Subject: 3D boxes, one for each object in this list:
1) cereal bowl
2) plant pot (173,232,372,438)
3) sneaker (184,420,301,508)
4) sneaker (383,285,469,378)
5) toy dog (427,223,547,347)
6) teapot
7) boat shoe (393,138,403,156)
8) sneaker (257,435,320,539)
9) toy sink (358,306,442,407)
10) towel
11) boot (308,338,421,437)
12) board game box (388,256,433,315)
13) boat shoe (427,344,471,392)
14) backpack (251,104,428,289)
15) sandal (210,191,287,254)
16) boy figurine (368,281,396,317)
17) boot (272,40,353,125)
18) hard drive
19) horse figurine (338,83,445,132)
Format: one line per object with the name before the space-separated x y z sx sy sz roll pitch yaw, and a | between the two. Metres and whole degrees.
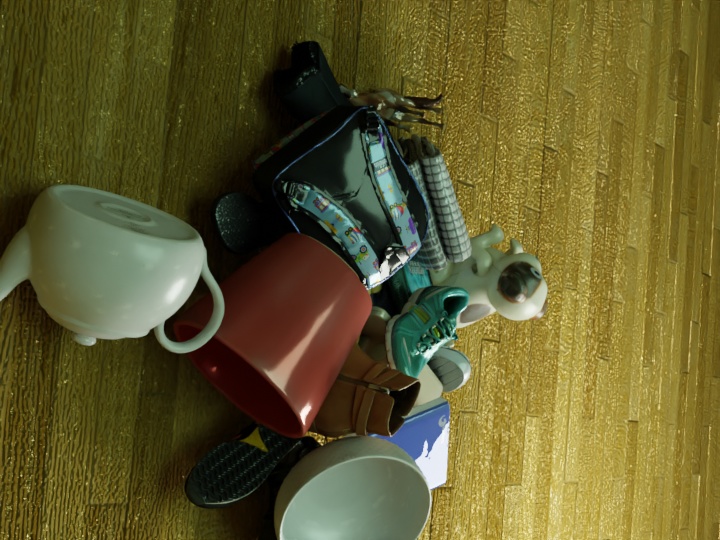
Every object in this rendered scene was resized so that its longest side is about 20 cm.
cereal bowl | -0.017 0.283 1.462 0.197 0.084 0.202 -11 124 -16
plant pot | -0.091 0.067 1.393 0.178 0.199 0.201 -49 131 -23
sneaker | -0.148 0.241 1.444 0.070 0.090 0.200 48 43 6
sneaker | 0.088 0.079 1.561 0.078 0.079 0.201 65 34 -26
toy dog | 0.195 0.021 1.832 0.140 0.198 0.196 49 53 -43
teapot | -0.260 0.008 1.212 0.148 0.198 0.197 -71 165 10
boat shoe | 0.022 -0.077 1.581 0.073 0.074 0.203 48 57 -75
sneaker | -0.100 0.294 1.527 0.115 0.075 0.200 61 42 -33
toy sink | 0.005 0.149 1.625 0.200 0.129 0.113 53 50 -42
towel | 0.091 -0.104 1.719 0.200 0.085 0.167 -107 177 -73
boot | 0.004 0.124 1.463 0.201 0.154 0.077 -58 138 -41
board game box | 0.081 0.044 1.731 0.200 0.028 0.137 2 73 -76
boat shoe | 0.108 0.134 1.724 0.067 0.199 0.074 -44 102 -28
backpack | -0.018 -0.085 1.474 0.182 0.134 0.201 -40 114 -14
sandal | -0.146 -0.059 1.487 0.200 0.044 0.076 1 96 -69
boy figurine | 0.000 0.000 1.660 0.201 0.064 0.125 56 23 -37
boot | -0.069 -0.182 1.555 0.168 0.076 0.202 51 48 -44
hard drive | 0.037 0.261 1.578 0.198 0.025 0.134 -17 120 -35
horse figurine | 0.048 -0.237 1.703 0.199 0.131 0.051 -21 128 -61
